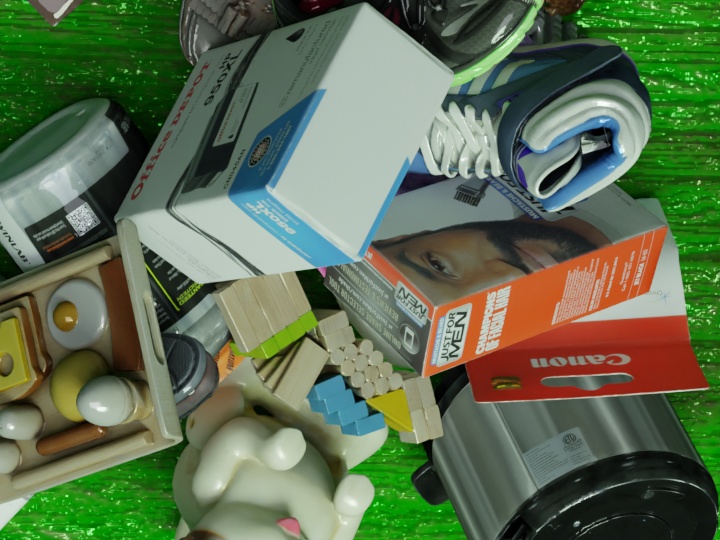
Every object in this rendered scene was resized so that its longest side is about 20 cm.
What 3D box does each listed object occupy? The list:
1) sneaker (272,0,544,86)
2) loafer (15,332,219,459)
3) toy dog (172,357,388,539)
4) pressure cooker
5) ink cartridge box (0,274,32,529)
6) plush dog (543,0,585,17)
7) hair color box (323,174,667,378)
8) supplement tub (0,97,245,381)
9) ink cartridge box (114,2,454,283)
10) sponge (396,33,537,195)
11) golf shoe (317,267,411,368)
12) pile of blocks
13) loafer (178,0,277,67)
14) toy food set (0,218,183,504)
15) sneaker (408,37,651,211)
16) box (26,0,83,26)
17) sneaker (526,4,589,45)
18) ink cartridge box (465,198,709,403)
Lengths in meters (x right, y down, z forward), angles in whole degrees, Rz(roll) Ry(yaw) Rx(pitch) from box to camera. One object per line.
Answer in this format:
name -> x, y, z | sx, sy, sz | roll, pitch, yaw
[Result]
sneaker -> 0.023, -0.168, 1.543 | 0.200, 0.077, 0.084 | 0, 142, 31
loafer -> -0.167, 0.097, 1.613 | 0.200, 0.072, 0.063 | -22, 137, 30
toy dog -> -0.081, 0.171, 1.670 | 0.194, 0.200, 0.140 | -34, 117, 22
pressure cooker -> 0.143, 0.127, 1.693 | 0.176, 0.200, 0.179 | -1, 133, -26
ink cartridge box -> -0.290, 0.110, 1.705 | 0.146, 0.085, 0.200 | 40, 101, -17
plush dog -> 0.104, -0.259, 1.573 | 0.172, 0.200, 0.160 | 31, 141, -5
hair color box -> 0.090, -0.011, 1.585 | 0.200, 0.111, 0.064 | -20, 136, -32
supplement tub -> -0.164, -0.008, 1.650 | 0.123, 0.123, 0.200 | -31, 109, 7
ink cartridge box -> -0.053, -0.077, 1.538 | 0.084, 0.200, 0.145 | 37, 66, -25
sponge -> 0.041, -0.100, 1.646 | 0.112, 0.030, 0.200 | 44, 124, -16
golf shoe -> 0.000, 0.000, 1.654 | 0.075, 0.092, 0.200 | -12, 124, 20
pile of blocks -> -0.033, 0.065, 1.649 | 0.200, 0.062, 0.082 | 41, 71, -24
loafer -> -0.062, -0.215, 1.613 | 0.072, 0.063, 0.200 | 29, 106, -14
toy food set -> -0.208, 0.064, 1.555 | 0.200, 0.060, 0.144 | -20, 78, 31
sneaker -> 0.086, -0.086, 1.530 | 0.200, 0.146, 0.081 | -11, 115, 9
box -> -0.177, -0.294, 1.520 | 0.200, 0.164, 0.166 | -42, 108, 11
sneaker -> 0.108, -0.144, 1.655 | 0.200, 0.075, 0.081 | 43, 115, -14
ink cartridge box -> 0.142, 0.018, 1.642 | 0.160, 0.200, 0.047 | -3, 118, -4
